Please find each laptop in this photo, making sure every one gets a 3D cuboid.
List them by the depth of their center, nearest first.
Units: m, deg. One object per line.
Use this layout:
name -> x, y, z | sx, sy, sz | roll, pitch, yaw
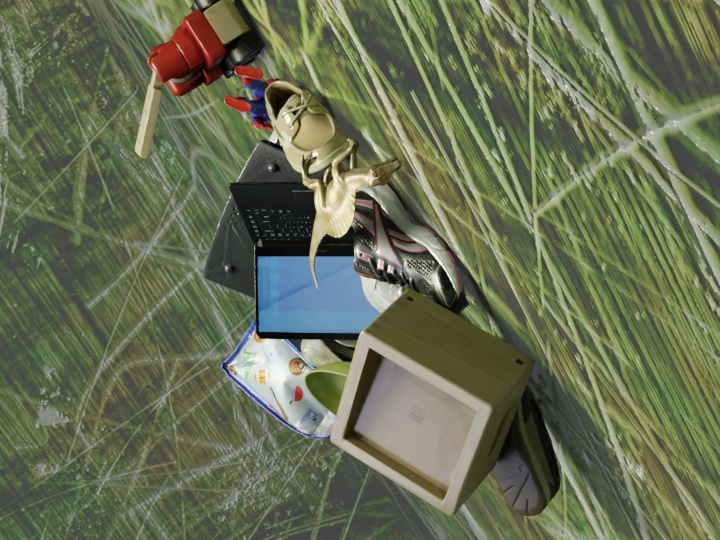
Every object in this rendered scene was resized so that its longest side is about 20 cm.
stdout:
laptop -> -0.058, -0.010, 1.698 | 0.201, 0.175, 0.104 | 72, -159, -56

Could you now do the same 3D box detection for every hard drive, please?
hard drive -> -0.107, -0.059, 1.777 | 0.134, 0.201, 0.042 | 21, -156, -9

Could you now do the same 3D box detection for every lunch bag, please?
lunch bag -> -0.062, 0.158, 1.978 | 0.200, 0.124, 0.170 | 42, -165, 25

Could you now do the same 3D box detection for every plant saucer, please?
plant saucer -> 0.024, 0.167, 1.764 | 0.199, 0.031, 0.200 | 24, 159, 10

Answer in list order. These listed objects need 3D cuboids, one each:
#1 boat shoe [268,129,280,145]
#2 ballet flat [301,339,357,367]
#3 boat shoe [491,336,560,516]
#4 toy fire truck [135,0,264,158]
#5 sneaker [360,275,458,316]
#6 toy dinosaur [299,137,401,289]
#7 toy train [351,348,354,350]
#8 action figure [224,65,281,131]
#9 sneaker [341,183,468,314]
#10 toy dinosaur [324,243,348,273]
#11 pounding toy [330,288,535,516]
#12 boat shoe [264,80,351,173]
boat shoe -> -0.095, -0.091, 1.824 | 0.060, 0.075, 0.201 | 36, 134, 34
ballet flat -> 0.019, 0.124, 1.812 | 0.199, 0.068, 0.063 | 23, 132, -8
boat shoe -> 0.164, 0.163, 1.536 | 0.071, 0.066, 0.203 | -18, 94, 37
toy fire truck -> -0.223, -0.242, 1.757 | 0.129, 0.199, 0.176 | 57, 171, -6
sneaker -> 0.076, 0.046, 1.636 | 0.201, 0.078, 0.099 | 56, 159, -17
toy dinosaur -> -0.032, -0.073, 1.498 | 0.200, 0.058, 0.102 | -51, 44, 41
toy train -> 0.005, 0.077, 1.903 | 0.086, 0.115, 0.201 | 5, 142, 27
action figure -> -0.122, -0.210, 1.763 | 0.051, 0.066, 0.200 | 15, -179, 5
sneaker -> 0.038, -0.012, 1.531 | 0.200, 0.086, 0.081 | 49, 171, 38
toy dinosaur -> 0.000, 0.000, 1.788 | 0.201, 0.088, 0.047 | 56, 162, -4
pounding toy -> 0.066, 0.137, 1.492 | 0.183, 0.142, 0.201 | 30, 128, 18
boat shoe -> -0.067, -0.167, 1.610 | 0.065, 0.072, 0.200 | 59, 177, -28
